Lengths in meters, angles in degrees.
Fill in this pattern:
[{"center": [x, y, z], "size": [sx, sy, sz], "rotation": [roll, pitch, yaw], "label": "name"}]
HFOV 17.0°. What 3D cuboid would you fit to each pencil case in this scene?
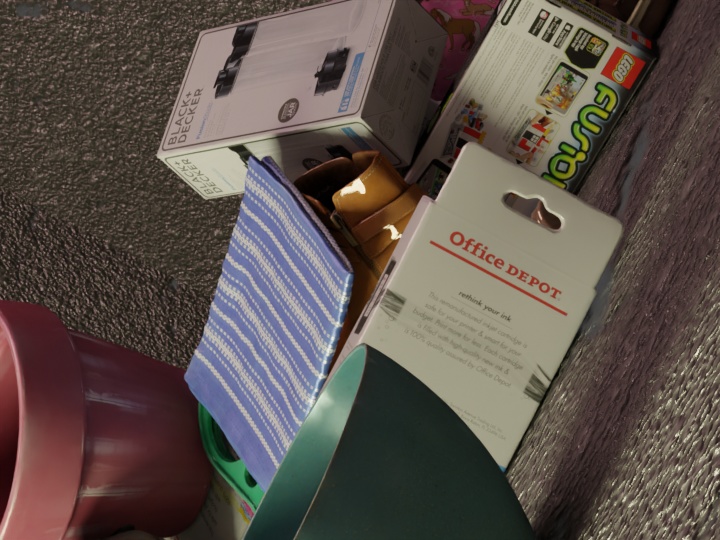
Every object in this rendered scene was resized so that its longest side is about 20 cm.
[{"center": [0.074, -0.180, 1.881], "size": [0.087, 0.198, 0.083], "rotation": [106, 158, -53], "label": "pencil case"}]

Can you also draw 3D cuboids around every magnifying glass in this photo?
[{"center": [-0.071, 0.151, 1.705], "size": [0.080, 0.022, 0.201], "rotation": [-50, 51, 38], "label": "magnifying glass"}]

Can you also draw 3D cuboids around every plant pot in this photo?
[{"center": [-0.213, 0.129, 1.774], "size": [0.199, 0.178, 0.202], "rotation": [-16, 70, 54], "label": "plant pot"}, {"center": [0.014, 0.157, 1.230], "size": [0.201, 0.134, 0.200], "rotation": [-61, 6, 11], "label": "plant pot"}]

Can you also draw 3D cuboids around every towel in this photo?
[{"center": [-0.064, 0.041, 1.648], "size": [0.145, 0.024, 0.201], "rotation": [52, 136, 42], "label": "towel"}]

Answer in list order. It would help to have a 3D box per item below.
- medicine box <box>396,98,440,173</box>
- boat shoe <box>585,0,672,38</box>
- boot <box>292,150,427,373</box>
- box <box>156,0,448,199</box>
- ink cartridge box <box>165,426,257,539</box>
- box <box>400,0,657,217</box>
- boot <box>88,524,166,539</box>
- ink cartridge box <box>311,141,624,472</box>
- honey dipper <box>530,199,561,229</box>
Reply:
[{"center": [0.023, -0.059, 1.857], "size": [0.103, 0.181, 0.200], "rotation": [-64, 6, -17], "label": "medicine box"}, {"center": [0.159, -0.179, 1.728], "size": [0.075, 0.074, 0.202], "rotation": [-65, 6, -23], "label": "boat shoe"}, {"center": [0.000, 0.000, 1.661], "size": [0.199, 0.155, 0.077], "rotation": [-19, 34, 50], "label": "boot"}, {"center": [-0.043, -0.124, 1.718], "size": [0.199, 0.060, 0.117], "rotation": [-7, 56, 41], "label": "box"}, {"center": [-0.079, 0.145, 1.807], "size": [0.145, 0.084, 0.201], "rotation": [55, 127, 44], "label": "ink cartridge box"}, {"center": [0.107, -0.095, 1.651], "size": [0.201, 0.109, 0.035], "rotation": [-59, 7, 25], "label": "box"}, {"center": [-0.186, 0.262, 1.743], "size": [0.201, 0.145, 0.070], "rotation": [-61, 37, 29], "label": "boot"}, {"center": [0.063, 0.034, 1.447], "size": [0.201, 0.115, 0.067], "rotation": [-62, 5, 1], "label": "ink cartridge box"}, {"center": [0.095, 0.028, 1.592], "size": [0.038, 0.038, 0.201], "rotation": [-69, 5, -45], "label": "honey dipper"}]
